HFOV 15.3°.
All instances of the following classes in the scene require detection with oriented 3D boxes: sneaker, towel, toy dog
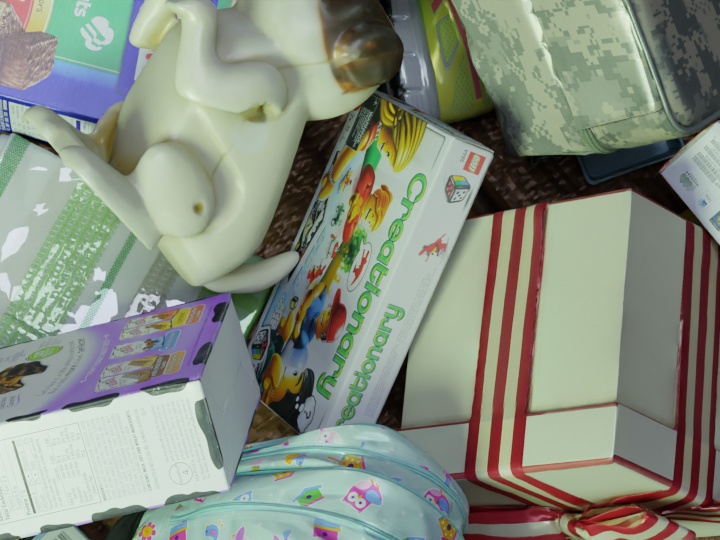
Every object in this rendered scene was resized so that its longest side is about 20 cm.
[{"bbox_3d":[0.051,-0.184,1.718,0.090,0.078,0.201,-3,80,-13],"label":"sneaker"},{"bbox_3d":[-0.166,0.016,1.663,0.200,0.031,0.149,25,75,4],"label":"towel"},{"bbox_3d":[-0.066,-0.097,1.571,0.200,0.140,0.194,-46,107,-1],"label":"toy dog"}]

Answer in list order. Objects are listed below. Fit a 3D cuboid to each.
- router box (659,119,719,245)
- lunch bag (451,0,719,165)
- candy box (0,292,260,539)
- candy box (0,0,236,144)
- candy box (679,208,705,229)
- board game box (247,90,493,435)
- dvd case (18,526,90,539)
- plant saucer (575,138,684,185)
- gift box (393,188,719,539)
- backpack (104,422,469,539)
[{"bbox_3d":[0.282,-0.005,1.600,0.049,0.179,0.200,-43,79,21],"label":"router box"},{"bbox_3d":[0.122,-0.168,1.567,0.139,0.168,0.200,-35,106,-46],"label":"lunch bag"},{"bbox_3d":[-0.168,0.089,1.543,0.199,0.168,0.072,-13,104,8],"label":"candy box"},{"bbox_3d":[-0.166,-0.164,1.690,0.199,0.077,0.170,14,75,-1],"label":"candy box"},{"bbox_3d":[0.270,0.037,1.687,0.102,0.026,0.200,-34,79,-16],"label":"candy box"},{"bbox_3d":[0.000,0.000,1.596,0.035,0.126,0.200,20,97,-30],"label":"board game box"},{"bbox_3d":[-0.164,0.259,1.598,0.200,0.018,0.143,44,76,8],"label":"dvd case"},{"bbox_3d":[0.141,-0.153,1.738,0.070,0.019,0.200,-19,75,-9],"label":"plant saucer"},{"bbox_3d":[0.147,0.077,1.570,0.200,0.184,0.187,24,65,-40],"label":"gift box"},{"bbox_3d":[-0.034,0.167,1.520,0.167,0.200,0.127,36,55,-31],"label":"backpack"}]
